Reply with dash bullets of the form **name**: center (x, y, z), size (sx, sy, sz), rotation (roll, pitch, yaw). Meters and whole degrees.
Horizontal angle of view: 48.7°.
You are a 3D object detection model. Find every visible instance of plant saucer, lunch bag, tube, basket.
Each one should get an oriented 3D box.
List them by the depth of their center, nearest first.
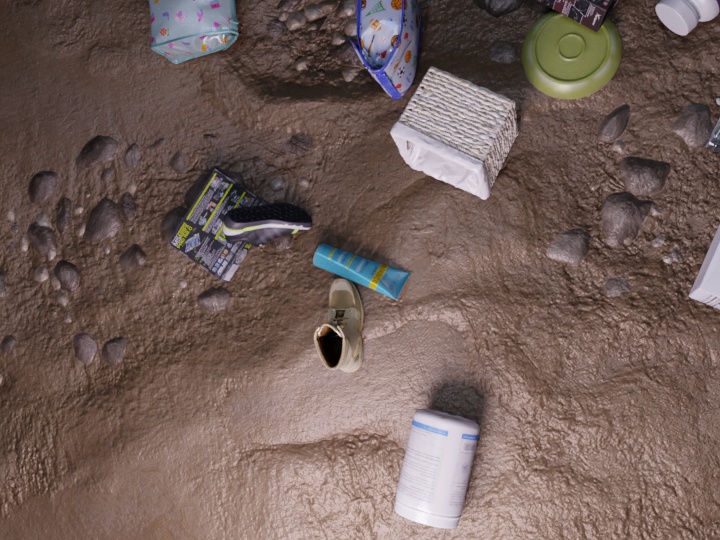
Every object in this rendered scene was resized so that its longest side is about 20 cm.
- **basket**: center (0.190, -0.269, 1.574), size (0.200, 0.198, 0.161), rotation (26, 86, 17)
- **plant saucer**: center (0.428, -0.449, 1.619), size (0.200, 0.031, 0.200), rotation (-2, 81, 15)
- **lunch bag**: center (0.055, -0.475, 1.648), size (0.124, 0.170, 0.200), rotation (0, 83, 18)
- **tube**: center (0.000, 0.000, 1.662), size (0.200, 0.050, 0.077), rotation (21, 58, 16)
- **lunch bag**: center (-0.368, -0.581, 1.802), size (0.200, 0.122, 0.171), rotation (-11, 79, 19)

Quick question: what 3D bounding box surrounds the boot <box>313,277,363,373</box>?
- **boot**: center (-0.046, 0.105, 1.604), size (0.073, 0.155, 0.200), rotation (-5, 81, 14)

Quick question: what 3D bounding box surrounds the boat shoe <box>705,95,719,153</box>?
- **boat shoe**: center (0.710, -0.317, 1.504), size (0.071, 0.072, 0.200), rotation (19, 90, 12)

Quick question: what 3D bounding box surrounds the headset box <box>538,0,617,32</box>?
- **headset box**: center (0.430, -0.594, 1.590), size (0.200, 0.077, 0.149), rotation (34, 76, 11)

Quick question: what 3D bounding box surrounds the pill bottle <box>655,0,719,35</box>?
- **pill bottle**: center (0.670, -0.553, 1.527), size (0.200, 0.112, 0.112), rotation (-45, 74, 5)

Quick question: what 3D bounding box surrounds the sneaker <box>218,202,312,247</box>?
- **sneaker**: center (-0.204, -0.093, 1.701), size (0.200, 0.083, 0.072), rotation (-2, 44, -21)

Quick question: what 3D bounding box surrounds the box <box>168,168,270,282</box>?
- **box**: center (-0.306, -0.099, 1.759), size (0.160, 0.044, 0.200), rotation (33, 91, 17)

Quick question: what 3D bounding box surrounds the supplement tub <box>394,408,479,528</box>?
- **supplement tub**: center (0.147, 0.377, 1.531), size (0.132, 0.132, 0.200), rotation (13, 86, 16)

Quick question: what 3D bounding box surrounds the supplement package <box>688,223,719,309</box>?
- **supplement package**: center (0.727, -0.006, 1.419), size (0.200, 0.147, 0.191), rotation (24, 89, 17)
